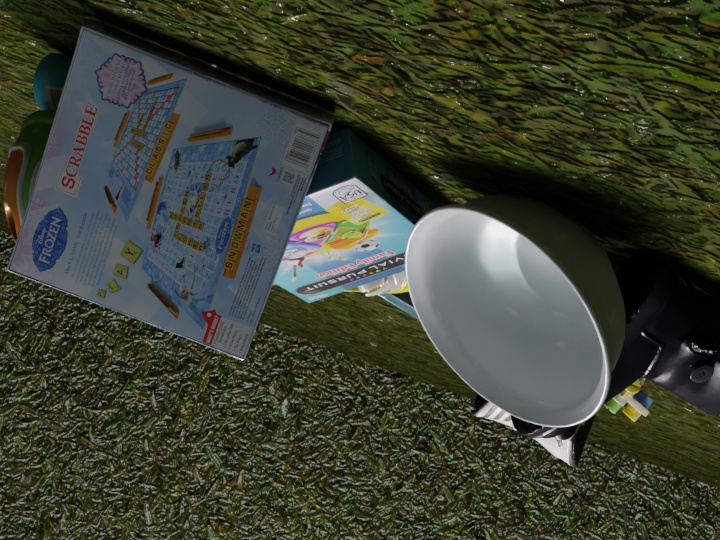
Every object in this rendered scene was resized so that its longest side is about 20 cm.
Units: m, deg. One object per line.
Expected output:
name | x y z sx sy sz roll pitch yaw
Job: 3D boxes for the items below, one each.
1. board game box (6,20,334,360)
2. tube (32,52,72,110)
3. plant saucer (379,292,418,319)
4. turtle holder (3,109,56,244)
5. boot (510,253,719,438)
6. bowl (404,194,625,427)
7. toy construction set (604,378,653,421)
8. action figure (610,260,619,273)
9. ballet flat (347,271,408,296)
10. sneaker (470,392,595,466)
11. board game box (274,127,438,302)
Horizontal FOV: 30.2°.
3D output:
board game box | -0.145 -0.059 1.016 0.197 0.202 0.041 21 -164 -4
tube | -0.180 -0.140 1.114 0.198 0.051 0.077 14 167 21
plant saucer | 0.049 0.026 1.485 0.199 0.028 0.200 30 177 2
turtle holder | -0.213 -0.052 1.120 0.140 0.133 0.185 -6 149 46
boot | 0.246 0.092 1.133 0.167 0.201 0.077 26 -154 -26
bowl | 0.137 0.016 1.052 0.200 0.090 0.203 33 144 28
toy construction set | 0.248 0.083 1.355 0.131 0.092 0.200 43 171 19
action figure | 0.157 0.008 1.208 0.192 0.105 0.201 -1 131 52
ballet flat | 0.000 0.000 1.354 0.198 0.068 0.067 -2 -157 38
sneaker | 0.186 0.148 1.435 0.114 0.076 0.201 17 166 23
board game box | -0.029 -0.040 1.135 0.149 0.048 0.200 -18 155 21
